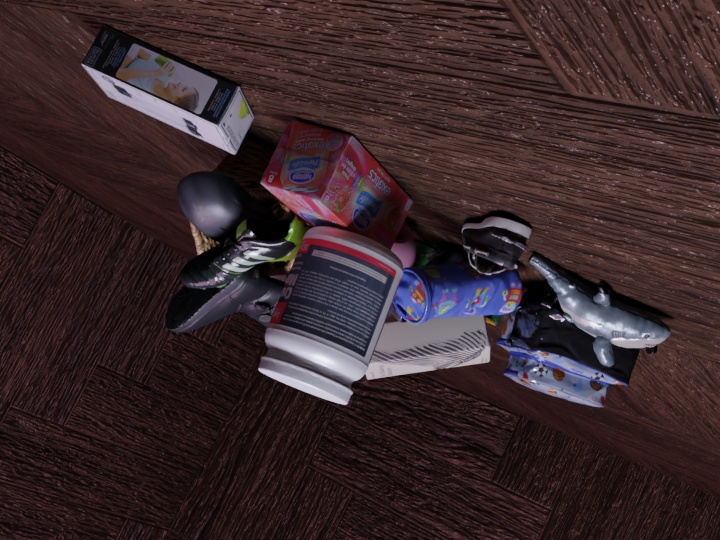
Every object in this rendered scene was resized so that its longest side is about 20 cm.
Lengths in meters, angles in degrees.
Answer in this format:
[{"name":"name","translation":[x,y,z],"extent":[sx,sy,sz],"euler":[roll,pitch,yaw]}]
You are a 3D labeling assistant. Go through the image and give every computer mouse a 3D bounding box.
[{"name":"computer mouse","translation":[-0.169,-0.069,1.390],"extent":[0.138,0.053,0.200],"euler":[-29,136,32]}]

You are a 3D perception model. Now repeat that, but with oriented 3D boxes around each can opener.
[{"name":"can opener","translation":[0.085,0.027,1.527],"extent":[0.079,0.200,0.063],"euler":[57,-160,-6]}]

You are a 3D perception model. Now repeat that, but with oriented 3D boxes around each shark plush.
[{"name":"shark plush","translation":[0.315,0.034,1.330],"extent":[0.200,0.091,0.083],"euler":[46,152,4]}]

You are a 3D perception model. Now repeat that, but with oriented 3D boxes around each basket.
[{"name":"basket","translation":[-0.153,-0.069,1.487],"extent":[0.143,0.149,0.200],"euler":[25,147,17]}]

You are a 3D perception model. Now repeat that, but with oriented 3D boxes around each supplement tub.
[{"name":"supplement tub","translation":[-0.038,0.057,1.285],"extent":[0.140,0.200,0.140],"euler":[20,168,4]}]

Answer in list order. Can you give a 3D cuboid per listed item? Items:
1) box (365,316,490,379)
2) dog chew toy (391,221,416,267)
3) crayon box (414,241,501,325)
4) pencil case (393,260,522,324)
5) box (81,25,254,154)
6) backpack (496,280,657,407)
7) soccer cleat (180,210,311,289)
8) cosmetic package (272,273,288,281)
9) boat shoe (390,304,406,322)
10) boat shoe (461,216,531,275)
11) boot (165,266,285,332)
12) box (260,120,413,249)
[{"name":"box","translation":[0.100,0.116,1.564],"extent":[0.200,0.068,0.082],"euler":[-10,156,4]},{"name":"dog chew toy","translation":[0.000,0.000,1.511],"extent":[0.124,0.125,0.200],"euler":[28,130,-8]},{"name":"crayon box","translation":[0.138,0.015,1.622],"extent":[0.200,0.058,0.119],"euler":[23,171,18]},{"name":"pencil case","translation":[0.135,0.029,1.378],"extent":[0.200,0.087,0.078],"euler":[-5,-141,-38]},{"name":"box","translation":[-0.245,-0.231,1.293],"extent":[0.200,0.060,0.117],"euler":[25,171,9]},{"name":"backpack","translation":[0.296,0.111,1.473],"extent":[0.200,0.154,0.190],"euler":[26,-178,-15]},{"name":"soccer cleat","translation":[-0.162,-0.032,1.359],"extent":[0.200,0.068,0.081],"euler":[-18,138,12]},{"name":"cosmetic package","translation":[-0.120,-0.015,1.688],"extent":[0.071,0.200,0.105],"euler":[-4,145,-22]},{"name":"boat shoe","translation":[0.132,0.041,1.470],"extent":[0.200,0.073,0.063],"euler":[-7,-136,-19]},{"name":"boat shoe","translation":[0.168,-0.024,1.293],"extent":[0.074,0.060,0.200],"euler":[22,173,-9]},{"name":"boot","translation":[-0.184,0.065,1.554],"extent":[0.168,0.077,0.200],"euler":[30,132,-35]},{"name":"box","translation":[-0.027,-0.101,1.298],"extent":[0.103,0.095,0.200],"euler":[20,169,31]}]
